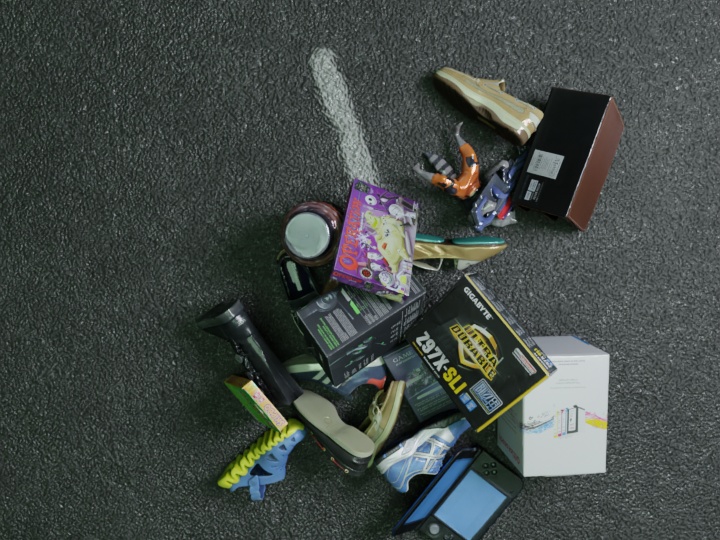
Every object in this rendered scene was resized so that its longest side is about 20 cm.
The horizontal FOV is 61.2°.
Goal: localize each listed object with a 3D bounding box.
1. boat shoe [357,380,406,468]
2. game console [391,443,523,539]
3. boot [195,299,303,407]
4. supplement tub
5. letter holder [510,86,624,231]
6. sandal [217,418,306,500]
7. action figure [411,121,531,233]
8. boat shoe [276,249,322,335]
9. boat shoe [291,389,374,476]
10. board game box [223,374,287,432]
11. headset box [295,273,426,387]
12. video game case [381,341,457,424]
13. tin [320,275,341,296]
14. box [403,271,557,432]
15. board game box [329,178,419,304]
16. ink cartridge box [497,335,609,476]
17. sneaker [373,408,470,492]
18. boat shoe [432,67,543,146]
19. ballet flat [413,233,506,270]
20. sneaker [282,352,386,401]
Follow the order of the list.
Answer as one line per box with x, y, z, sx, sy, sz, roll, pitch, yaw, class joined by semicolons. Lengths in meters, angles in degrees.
0.024;0.269;1.085;0.063;0.073;0.201;24;124;3;boat shoe
0.178;0.423;1.088;0.170;0.118;0.200;37;98;0;game console
-0.200;0.152;1.085;0.066;0.165;0.200;-41;105;-25;boot
-0.072;-0.063;1.011;0.106;0.200;0.107;0;96;4;supplement tub
0.355;-0.181;1.028;0.100;0.142;0.201;22;94;34;letter holder
-0.169;0.354;1.130;0.200;0.080;0.087;-42;95;15;sandal
0.207;-0.159;1.054;0.194;0.105;0.200;47;68;-8;action figure
-0.099;0.055;1.096;0.074;0.062;0.201;-22;96;4;boat shoe
-0.060;0.285;1.082;0.201;0.074;0.063;34;118;35;boat shoe
-0.183;0.227;1.053;0.030;0.200;0.096;-41;99;-18;board game box
-0.002;0.088;1.002;0.200;0.174;0.093;-33;68;-12;headset box
0.146;0.200;1.092;0.143;0.019;0.200;-28;107;6;video game case
0.000;0.000;1.045;0.042;0.112;0.200;42;117;25;tin
0.185;0.129;0.972;0.160;0.049;0.200;-48;69;30;box
0.027;-0.050;0.945;0.120;0.201;0.032;17;139;-8;board game box
0.321;0.225;1.036;0.144;0.147;0.201;-1;96;-4;ink cartridge box
0.123;0.306;1.058;0.200;0.076;0.077;-31;83;-6;sneaker
0.215;-0.291;1.022;0.200;0.072;0.076;40;89;16;boat shoe
0.154;-0.031;1.072;0.199;0.069;0.063;5;105;13;ballet flat
-0.050;0.195;1.102;0.199;0.075;0.085;-4;100;7;sneaker
